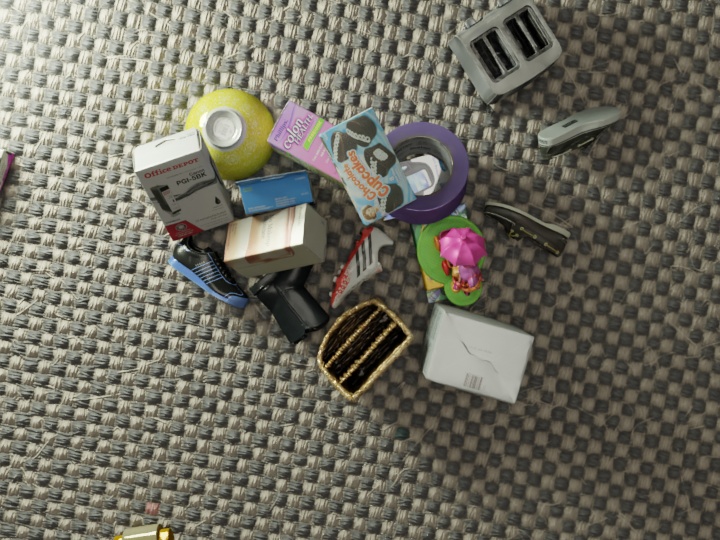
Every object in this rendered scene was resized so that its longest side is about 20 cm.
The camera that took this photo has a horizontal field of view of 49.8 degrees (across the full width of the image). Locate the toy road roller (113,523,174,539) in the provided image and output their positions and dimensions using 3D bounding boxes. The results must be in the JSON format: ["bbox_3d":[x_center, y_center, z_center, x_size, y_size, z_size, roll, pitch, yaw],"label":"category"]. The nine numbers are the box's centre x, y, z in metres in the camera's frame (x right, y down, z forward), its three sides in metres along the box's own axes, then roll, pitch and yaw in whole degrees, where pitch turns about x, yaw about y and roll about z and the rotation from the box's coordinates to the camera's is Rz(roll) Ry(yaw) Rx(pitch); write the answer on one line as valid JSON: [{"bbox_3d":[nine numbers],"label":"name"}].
[{"bbox_3d":[-0.465,0.673,1.699,0.123,0.146,0.200,-8,55,0],"label":"toy road roller"}]

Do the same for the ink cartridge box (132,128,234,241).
[{"bbox_3d":[-0.366,-0.176,1.616,0.146,0.083,0.200,-19,134,0],"label":"ink cartridge box"}]

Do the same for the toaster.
[{"bbox_3d":[0.310,-0.465,1.653,0.181,0.119,0.200,-32,93,1],"label":"toaster"}]

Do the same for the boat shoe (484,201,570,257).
[{"bbox_3d":[0.358,-0.091,1.691,0.201,0.072,0.061,22,88,-4],"label":"boat shoe"}]

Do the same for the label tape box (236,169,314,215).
[{"bbox_3d":[-0.172,-0.157,1.615,0.144,0.200,0.063,-10,92,0],"label":"label tape box"}]

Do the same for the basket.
[{"bbox_3d":[0.000,0.157,1.657,0.143,0.149,0.200,44,92,-2],"label":"basket"}]

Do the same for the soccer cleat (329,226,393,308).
[{"bbox_3d":[0.000,0.000,1.692,0.085,0.069,0.200,28,87,2],"label":"soccer cleat"}]

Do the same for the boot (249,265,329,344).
[{"bbox_3d":[-0.119,0.044,1.686,0.200,0.076,0.168,-40,91,3],"label":"boot"}]

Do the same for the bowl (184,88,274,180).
[{"bbox_3d":[-0.285,-0.297,1.655,0.200,0.108,0.201,0,93,0],"label":"bowl"}]

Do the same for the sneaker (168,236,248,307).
[{"bbox_3d":[-0.319,0.002,1.684,0.200,0.070,0.078,33,98,-1],"label":"sneaker"}]

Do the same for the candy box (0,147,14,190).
[{"bbox_3d":[-0.872,-0.230,1.671,0.200,0.061,0.137,22,91,-1],"label":"candy box"}]

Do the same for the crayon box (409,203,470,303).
[{"bbox_3d":[0.189,-0.036,1.701,0.125,0.052,0.201,-14,93,0],"label":"crayon box"}]

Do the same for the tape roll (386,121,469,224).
[{"bbox_3d":[0.125,-0.203,1.624,0.199,0.085,0.201,-1,73,5],"label":"tape roll"}]

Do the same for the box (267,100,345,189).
[{"bbox_3d":[-0.079,-0.254,1.626,0.200,0.176,0.097,28,92,-1],"label":"box"}]

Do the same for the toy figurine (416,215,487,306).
[{"bbox_3d":[0.205,-0.016,1.585,0.150,0.184,0.200,-17,93,-1],"label":"toy figurine"}]

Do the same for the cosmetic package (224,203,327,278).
[{"bbox_3d":[-0.177,-0.061,1.619,0.200,0.087,0.104,-12,59,26],"label":"cosmetic package"}]

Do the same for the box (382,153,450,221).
[{"bbox_3d":[0.131,-0.189,1.700,0.200,0.041,0.119,-15,92,2],"label":"box"}]

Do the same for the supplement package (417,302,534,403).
[{"bbox_3d":[0.236,0.169,1.635,0.191,0.200,0.147,16,92,-1],"label":"supplement package"}]

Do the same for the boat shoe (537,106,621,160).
[{"bbox_3d":[0.478,-0.301,1.694,0.200,0.071,0.064,-22,125,-8],"label":"boat shoe"}]

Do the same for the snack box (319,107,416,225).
[{"bbox_3d":[0.015,-0.203,1.524,0.116,0.037,0.200,-29,102,-5],"label":"snack box"}]
